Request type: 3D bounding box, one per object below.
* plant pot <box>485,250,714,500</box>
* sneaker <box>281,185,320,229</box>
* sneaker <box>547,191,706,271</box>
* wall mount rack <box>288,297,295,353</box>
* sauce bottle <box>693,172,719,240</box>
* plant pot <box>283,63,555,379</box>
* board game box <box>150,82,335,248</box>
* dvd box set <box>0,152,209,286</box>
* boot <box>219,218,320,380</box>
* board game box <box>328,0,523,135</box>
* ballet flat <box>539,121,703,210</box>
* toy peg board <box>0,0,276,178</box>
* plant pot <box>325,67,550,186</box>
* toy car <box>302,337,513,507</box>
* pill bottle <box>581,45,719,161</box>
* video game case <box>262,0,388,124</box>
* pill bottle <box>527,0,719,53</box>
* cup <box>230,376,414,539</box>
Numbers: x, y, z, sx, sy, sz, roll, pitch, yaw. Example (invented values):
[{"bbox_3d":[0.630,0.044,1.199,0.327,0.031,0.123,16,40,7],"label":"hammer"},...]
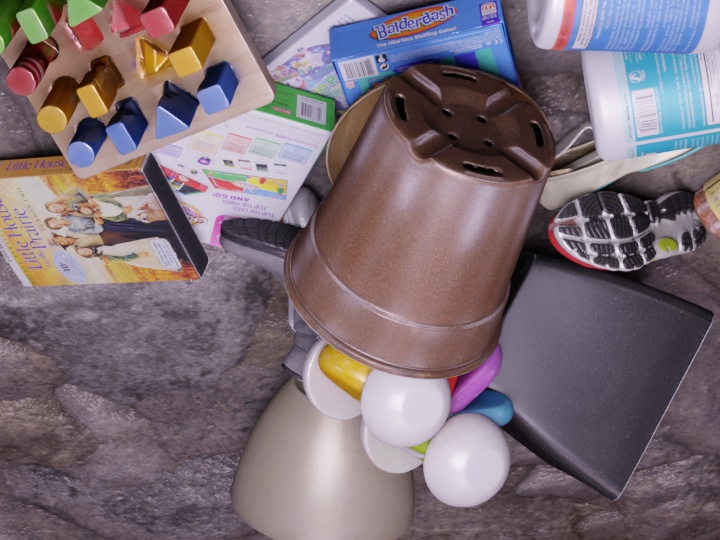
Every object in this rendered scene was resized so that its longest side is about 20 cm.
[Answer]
[{"bbox_3d":[0.190,0.078,1.751,0.177,0.200,0.200,29,88,-12],"label":"plant pot"},{"bbox_3d":[0.000,0.000,1.725,0.092,0.076,0.201,-25,103,19],"label":"sneaker"},{"bbox_3d":[0.244,-0.028,1.712,0.199,0.077,0.085,-1,166,-41],"label":"sneaker"},{"bbox_3d":[0.026,0.057,1.840,0.200,0.075,0.174,-29,130,26],"label":"wall mount rack"},{"bbox_3d":[0.403,-0.101,1.683,0.066,0.066,0.200,27,133,-31],"label":"sauce bottle"},{"bbox_3d":[0.060,-0.049,1.497,0.199,0.201,0.199,11,130,-16],"label":"plant pot"},{"bbox_3d":[-0.129,-0.100,1.647,0.152,0.040,0.200,15,141,-17],"label":"board game box"},{"bbox_3d":[-0.256,-0.046,1.675,0.199,0.029,0.147,-2,135,23],"label":"dvd box set"},{"bbox_3d":[-0.052,0.038,1.671,0.199,0.070,0.132,21,110,1],"label":"boot"},{"bbox_3d":[0.069,-0.146,1.595,0.151,0.045,0.200,-11,139,8],"label":"board game box"},{"bbox_3d":[0.240,-0.117,1.661,0.199,0.070,0.069,-26,135,26],"label":"ballet flat"},{"bbox_3d":[-0.205,-0.174,1.480,0.199,0.098,0.200,-20,116,19],"label":"toy peg board"},{"bbox_3d":[0.068,-0.110,1.581,0.199,0.028,0.201,-2,139,-2],"label":"plant pot"},{"bbox_3d":[0.059,0.103,1.603,0.200,0.175,0.150,46,76,-28],"label":"toy car"},{"bbox_3d":[0.297,-0.163,1.568,0.199,0.111,0.111,-9,139,6],"label":"pill bottle"},{"bbox_3d":[0.012,-0.158,1.625,0.143,0.018,0.200,-34,131,31],"label":"video game case"},{"bbox_3d":[0.243,-0.234,1.481,0.199,0.113,0.113,2,139,-5],"label":"pill bottle"},{"bbox_3d":[-0.032,0.185,1.912,0.199,0.200,0.144,4,113,-9],"label":"cup"}]
